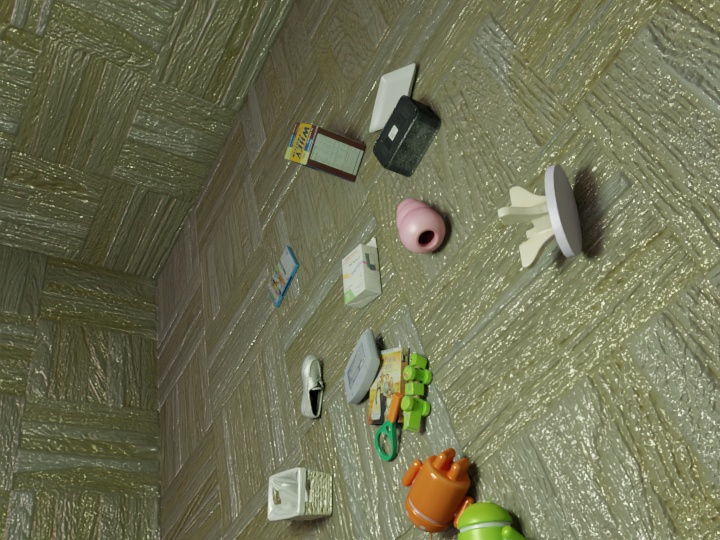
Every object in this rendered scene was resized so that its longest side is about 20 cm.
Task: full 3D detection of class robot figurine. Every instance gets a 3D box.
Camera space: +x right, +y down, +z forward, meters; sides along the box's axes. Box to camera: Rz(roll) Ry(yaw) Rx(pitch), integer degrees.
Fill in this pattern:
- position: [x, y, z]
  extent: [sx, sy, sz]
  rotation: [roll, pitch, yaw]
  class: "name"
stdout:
- position: [0.173, 0.501, 1.442]
  extent: [0.117, 0.143, 0.202]
  rotation: [-100, 34, -73]
  class: "robot figurine"
- position: [0.256, 0.559, 1.280]
  extent: [0.175, 0.115, 0.202]
  rotation: [-46, 41, 47]
  class: "robot figurine"

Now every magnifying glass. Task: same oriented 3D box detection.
- position: [0.078, 0.409, 1.682]
  extent: [0.079, 0.022, 0.202]
  rotation: [37, 125, 46]
  class: "magnifying glass"

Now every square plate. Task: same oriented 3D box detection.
- position: [0.108, -0.554, 2.087]
  extent: [0.197, 0.028, 0.202]
  rotation: [6, 82, 58]
  class: "square plate"

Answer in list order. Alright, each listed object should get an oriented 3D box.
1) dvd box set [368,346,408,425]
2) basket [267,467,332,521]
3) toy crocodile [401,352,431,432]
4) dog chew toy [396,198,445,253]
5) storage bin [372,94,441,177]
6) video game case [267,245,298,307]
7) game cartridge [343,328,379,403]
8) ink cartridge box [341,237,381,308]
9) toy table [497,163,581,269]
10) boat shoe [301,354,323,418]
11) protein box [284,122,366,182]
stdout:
- position: [0.076, 0.318, 1.761]
  extent: [0.146, 0.029, 0.202]
  rotation: [-21, 60, 54]
  class: "dvd box set"
- position: [-0.182, 0.679, 1.936]
  extent: [0.200, 0.122, 0.137]
  rotation: [-33, 50, 47]
  class: "basket"
- position: [0.137, 0.308, 1.633]
  extent: [0.062, 0.067, 0.202]
  rotation: [-26, 54, 58]
  class: "toy crocodile"
- position: [0.154, -0.132, 1.751]
  extent: [0.125, 0.124, 0.201]
  rotation: [-61, 25, 23]
  class: "dog chew toy"
- position: [0.135, -0.400, 1.915]
  extent: [0.201, 0.093, 0.136]
  rotation: [-58, 35, 25]
  class: "storage bin"
- position: [-0.306, 0.024, 2.524]
  extent: [0.201, 0.018, 0.143]
  rotation: [-62, 34, 21]
  class: "video game case"
- position: [0.003, 0.284, 1.850]
  extent: [0.134, 0.040, 0.201]
  rotation: [-98, 25, -49]
  class: "game cartridge"
- position: [0.000, 0.000, 1.986]
  extent: [0.117, 0.067, 0.202]
  rotation: [-39, 46, 45]
  class: "ink cartridge box"
- position: [0.378, -0.108, 1.335]
  extent: [0.116, 0.183, 0.202]
  rotation: [-20, 51, 34]
  class: "toy table"
- position: [-0.151, 0.374, 2.070]
  extent: [0.065, 0.071, 0.202]
  rotation: [-9, 70, 52]
  class: "boat shoe"
- position: [-0.125, -0.413, 2.239]
  extent: [0.198, 0.198, 0.136]
  rotation: [29, 101, 58]
  class: "protein box"
